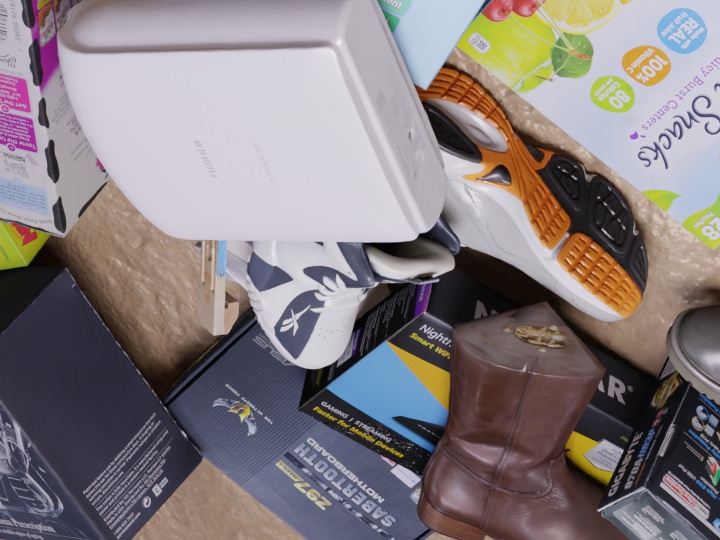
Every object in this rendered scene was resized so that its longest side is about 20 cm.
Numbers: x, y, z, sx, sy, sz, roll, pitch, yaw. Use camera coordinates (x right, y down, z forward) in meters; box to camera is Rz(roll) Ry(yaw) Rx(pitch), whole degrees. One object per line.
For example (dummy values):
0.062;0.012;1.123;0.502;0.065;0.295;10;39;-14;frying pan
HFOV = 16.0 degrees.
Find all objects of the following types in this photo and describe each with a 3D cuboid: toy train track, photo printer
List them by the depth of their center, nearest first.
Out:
-0.068;-0.088;1.447;0.200;0.070;0.167;2;138;26;photo printer
-0.079;-0.057;1.591;0.115;0.032;0.200;37;129;55;toy train track

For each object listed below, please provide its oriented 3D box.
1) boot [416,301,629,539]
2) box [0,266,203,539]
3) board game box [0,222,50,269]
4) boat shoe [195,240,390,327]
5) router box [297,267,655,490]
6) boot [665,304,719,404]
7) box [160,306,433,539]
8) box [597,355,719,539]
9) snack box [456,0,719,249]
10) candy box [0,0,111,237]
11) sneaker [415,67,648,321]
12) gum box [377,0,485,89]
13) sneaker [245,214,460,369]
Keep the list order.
0.134;0.108;1.599;0.186;0.064;0.200;10;135;-2;boot
-0.245;0.097;1.819;0.200;0.104;0.182;-1;129;51;box
-0.324;-0.045;1.810;0.200;0.048;0.102;-7;124;34;board game box
-0.072;-0.018;1.686;0.200;0.072;0.069;34;135;-17;boat shoe
0.083;0.086;1.667;0.200;0.051;0.149;29;139;-20;router box
0.294;0.016;1.505;0.182;0.073;0.200;17;143;-4;boot
-0.026;0.115;1.786;0.200;0.051;0.158;40;138;-8;box
0.255;0.150;1.584;0.200;0.159;0.046;42;137;-12;box
0.181;-0.129;1.438;0.200;0.068;0.169;37;136;-8;snack box
-0.188;-0.141;1.582;0.061;0.136;0.200;14;134;20;candy box
0.088;-0.037;1.580;0.200;0.076;0.092;43;144;-1;sneaker
0.014;-0.219;1.398;0.170;0.045;0.200;27;120;-14;gum box
0.000;0.000;1.560;0.130;0.079;0.199;40;133;40;sneaker
